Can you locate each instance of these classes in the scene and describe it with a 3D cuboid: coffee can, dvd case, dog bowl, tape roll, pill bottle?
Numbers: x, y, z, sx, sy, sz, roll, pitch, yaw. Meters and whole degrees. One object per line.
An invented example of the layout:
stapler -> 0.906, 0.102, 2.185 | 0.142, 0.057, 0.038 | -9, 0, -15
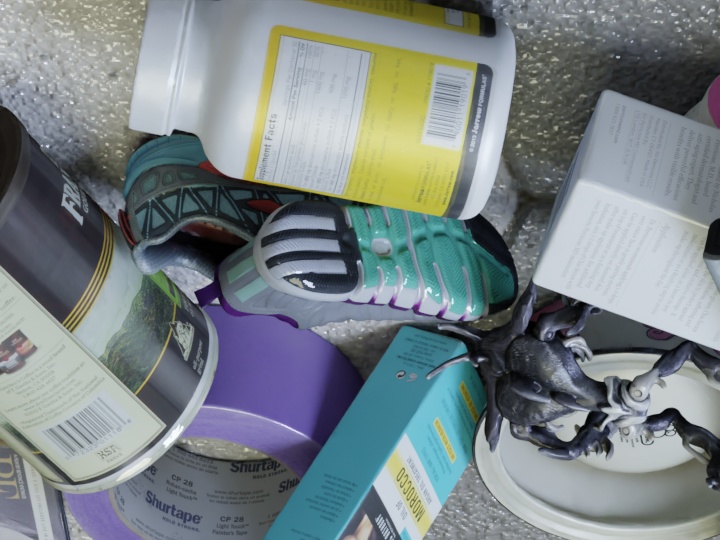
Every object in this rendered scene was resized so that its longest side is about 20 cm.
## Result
coffee can -> -0.200, 0.019, 1.427 | 0.146, 0.147, 0.200 | -19, 133, 27
dvd case -> -0.310, 0.162, 1.700 | 0.198, 0.016, 0.149 | 3, 138, 4
dog bowl -> 0.171, 0.090, 1.512 | 0.198, 0.074, 0.201 | 4, 138, 3
tape roll -> -0.093, 0.119, 1.572 | 0.198, 0.085, 0.201 | 4, 138, 4
pill bottle -> -0.022, -0.099, 1.297 | 0.198, 0.113, 0.112 | 11, 138, -4

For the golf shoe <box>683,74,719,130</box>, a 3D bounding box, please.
golf shoe -> 0.261, -0.041, 1.363 | 0.199, 0.076, 0.091 | 32, 142, -15

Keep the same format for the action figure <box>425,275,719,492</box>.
action figure -> 0.142, 0.061, 1.370 | 0.199, 0.102, 0.120 | 17, 114, 7

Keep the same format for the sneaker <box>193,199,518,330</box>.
sneaker -> 0.000, 0.000, 1.364 | 0.199, 0.075, 0.087 | 8, 155, -43

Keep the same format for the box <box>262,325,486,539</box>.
box -> 0.009, 0.138, 1.492 | 0.049, 0.201, 0.083 | 14, 147, 34

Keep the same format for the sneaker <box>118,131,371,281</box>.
sneaker -> -0.046, -0.012, 1.409 | 0.198, 0.096, 0.080 | 10, 139, -3

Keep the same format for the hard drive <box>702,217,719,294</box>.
hard drive -> 0.278, 0.043, 1.253 | 0.139, 0.033, 0.200 | -6, 137, 29

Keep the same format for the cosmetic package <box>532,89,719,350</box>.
cosmetic package -> 0.205, -0.013, 1.303 | 0.199, 0.072, 0.102 | 20, 144, 0
